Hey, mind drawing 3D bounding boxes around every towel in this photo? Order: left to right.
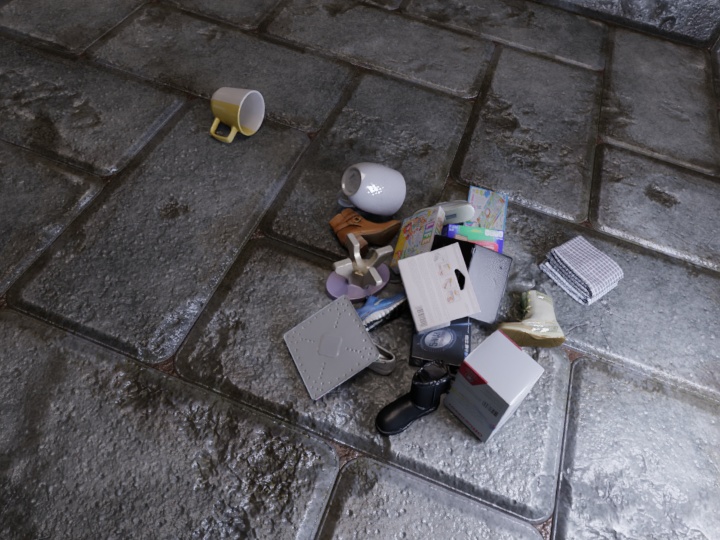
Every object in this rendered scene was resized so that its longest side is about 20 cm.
[{"bbox_3d":[0.667,-0.009,1.711,0.164,0.086,0.200,-27,60,-27],"label":"towel"}]

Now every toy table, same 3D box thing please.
[{"bbox_3d":[0.000,0.000,1.589,0.198,0.118,0.184,-29,61,-28],"label":"toy table"}]

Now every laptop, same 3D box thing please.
[{"bbox_3d":[0.285,0.024,1.553,0.197,0.115,0.192,15,88,33],"label":"laptop"}]

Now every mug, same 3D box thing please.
[{"bbox_3d":[-0.443,-0.551,1.949,0.151,0.152,0.187,21,45,19],"label":"mug"},{"bbox_3d":[0.012,-0.245,1.743,0.173,0.198,0.151,8,66,-47],"label":"mug"}]

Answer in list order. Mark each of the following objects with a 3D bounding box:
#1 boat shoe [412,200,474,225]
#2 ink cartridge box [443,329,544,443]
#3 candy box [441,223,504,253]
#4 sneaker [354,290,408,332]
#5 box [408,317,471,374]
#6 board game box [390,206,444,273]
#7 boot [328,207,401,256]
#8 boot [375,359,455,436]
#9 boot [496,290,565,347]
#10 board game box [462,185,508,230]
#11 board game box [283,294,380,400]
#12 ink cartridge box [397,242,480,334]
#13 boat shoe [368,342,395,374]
[{"bbox_3d":[0.260,-0.179,1.796,0.196,0.072,0.072,-9,23,6],"label":"boat shoe"},{"bbox_3d":[0.313,0.279,1.360,0.144,0.202,0.145,-33,62,-32],"label":"ink cartridge box"},{"bbox_3d":[0.309,-0.020,1.610,0.165,0.077,0.205,6,90,-4],"label":"candy box"},{"bbox_3d":[0.053,0.094,1.546,0.197,0.079,0.090,-24,60,-24],"label":"sneaker"},{"bbox_3d":[0.218,0.172,1.530,0.156,0.044,0.203,12,51,0],"label":"box"},{"bbox_3d":[0.171,-0.091,1.676,0.133,0.034,0.203,-18,39,36],"label":"board game box"},{"bbox_3d":[0.014,-0.139,1.730,0.198,0.075,0.155,-27,57,-28],"label":"boot"},{"bbox_3d":[0.128,0.298,1.340,0.195,0.164,0.074,-20,54,-22],"label":"boot"},{"bbox_3d":[0.461,0.130,1.581,0.195,0.073,0.157,6,51,-10],"label":"boot"},{"bbox_3d":[0.404,-0.182,1.842,0.131,0.035,0.203,15,52,4],"label":"board game box"},{"bbox_3d":[-0.074,0.193,1.433,0.198,0.026,0.202,-32,59,0],"label":"board game box"},{"bbox_3d":[0.205,0.047,1.504,0.172,0.045,0.204,-16,70,3],"label":"ink cartridge box"},{"bbox_3d":[0.000,0.199,1.460,0.196,0.070,0.072,18,52,7],"label":"boat shoe"}]
